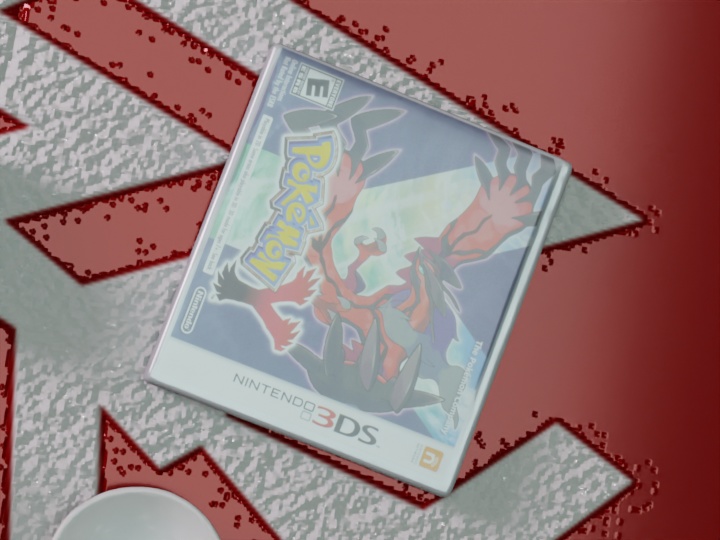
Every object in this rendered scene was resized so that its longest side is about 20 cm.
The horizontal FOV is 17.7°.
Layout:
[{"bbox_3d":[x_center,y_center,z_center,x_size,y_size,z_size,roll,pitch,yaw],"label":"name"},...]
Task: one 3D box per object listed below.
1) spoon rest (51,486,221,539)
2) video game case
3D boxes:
[{"bbox_3d":[-0.112,0.215,1.233,0.099,0.061,0.201,-8,89,-9],"label":"spoon rest"},{"bbox_3d":[0.000,0.000,1.279,0.182,0.023,0.200,22,84,-7],"label":"video game case"}]
